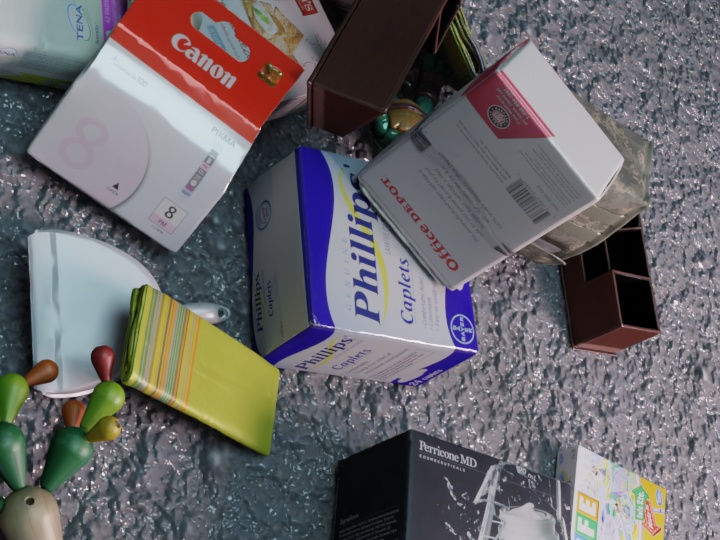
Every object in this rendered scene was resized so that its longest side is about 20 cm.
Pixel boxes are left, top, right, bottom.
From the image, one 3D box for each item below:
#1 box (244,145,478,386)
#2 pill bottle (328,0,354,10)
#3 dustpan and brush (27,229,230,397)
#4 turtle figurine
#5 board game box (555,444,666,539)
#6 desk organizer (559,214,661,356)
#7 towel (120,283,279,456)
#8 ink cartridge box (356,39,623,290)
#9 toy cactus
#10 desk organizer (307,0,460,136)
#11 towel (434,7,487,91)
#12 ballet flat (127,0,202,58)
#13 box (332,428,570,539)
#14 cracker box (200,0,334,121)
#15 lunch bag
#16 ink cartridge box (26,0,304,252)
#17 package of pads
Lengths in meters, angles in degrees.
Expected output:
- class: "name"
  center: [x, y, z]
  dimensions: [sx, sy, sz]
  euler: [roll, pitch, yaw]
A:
- class: "box"
  center: [0.000, 0.000, 1.262]
  dimensions: [0.199, 0.105, 0.185]
  euler: [10, 63, -34]
- class: "pill bottle"
  center: [-0.007, -0.334, 1.356]
  dimensions: [0.200, 0.110, 0.111]
  euler: [31, 39, -76]
- class: "dustpan and brush"
  center: [-0.195, 0.037, 1.133]
  dimensions: [0.199, 0.057, 0.141]
  euler: [0, 82, -30]
- class: "turtle figurine"
  center: [0.050, -0.163, 1.345]
  dimensions: [0.149, 0.101, 0.201]
  euler: [27, 29, -20]
- class: "board game box"
  center: [0.257, 0.302, 1.369]
  dimensions: [0.134, 0.034, 0.201]
  euler: [28, 55, -25]
- class: "desk organizer"
  center: [0.280, -0.011, 1.505]
  dimensions: [0.071, 0.077, 0.201]
  euler: [11, 63, -34]
- class: "towel"
  center: [-0.134, 0.090, 1.125]
  dimensions: [0.200, 0.018, 0.087]
  euler: [39, 51, -49]
- class: "ink cartridge box"
  center: [0.115, -0.091, 1.190]
  dimensions: [0.146, 0.200, 0.085]
  euler: [50, 42, -7]
- class: "toy cactus"
  center: [-0.258, 0.152, 0.997]
  dimensions: [0.199, 0.102, 0.166]
  euler: [-23, 100, -39]
- class: "desk organizer"
  center: [0.026, -0.215, 1.230]
  dimensions: [0.077, 0.072, 0.201]
  euler: [22, 63, 10]
- class: "towel"
  center: [0.091, -0.260, 1.413]
  dimensions: [0.023, 0.200, 0.144]
  euler: [-26, 94, -1]
- class: "ballet flat"
  center: [-0.178, -0.245, 1.185]
  dimensions: [0.071, 0.072, 0.201]
  euler: [-5, 80, -39]
- class: "box"
  center: [0.082, 0.276, 1.187]
  dimensions: [0.199, 0.124, 0.198]
  euler: [21, 56, -29]
- class: "cracker box"
  center: [-0.112, -0.219, 1.308]
  dimensions: [0.199, 0.058, 0.135]
  euler: [-23, 85, -43]
- class: "lunch bag"
  center: [0.182, -0.090, 1.385]
  dimensions: [0.163, 0.200, 0.118]
  euler: [29, 49, -20]
- class: "ink cartridge box"
  center: [-0.169, -0.139, 1.145]
  dimensions: [0.162, 0.200, 0.057]
  euler: [35, 17, -20]
- class: "package of pads"
  center: [-0.287, -0.265, 1.185]
  dimensions: [0.154, 0.068, 0.201]
  euler: [6, 65, -36]
